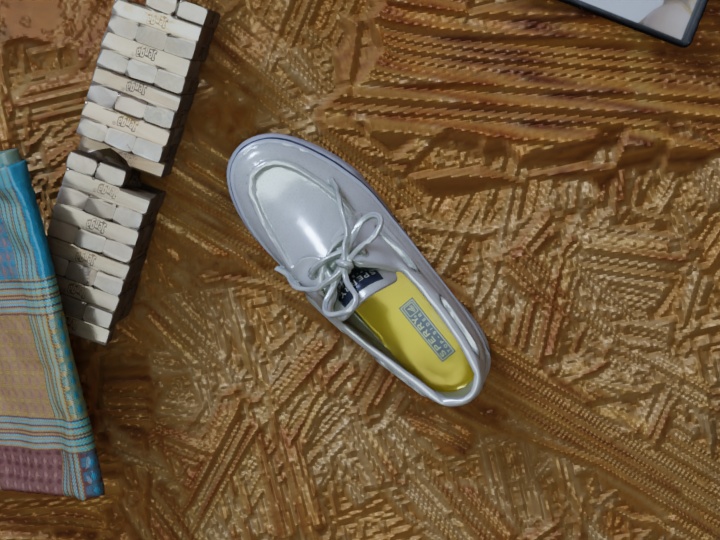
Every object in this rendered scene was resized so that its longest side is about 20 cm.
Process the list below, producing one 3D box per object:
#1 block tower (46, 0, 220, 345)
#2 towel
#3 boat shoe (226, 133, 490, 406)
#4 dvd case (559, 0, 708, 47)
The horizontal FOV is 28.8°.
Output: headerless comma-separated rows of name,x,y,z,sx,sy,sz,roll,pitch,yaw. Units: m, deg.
block tower,-0.139,-0.063,0.820,0.054,0.058,0.201,19,98,0
towel,-0.219,0.034,0.817,0.146,0.022,0.202,-4,101,42
boat shoe,-0.003,0.004,0.805,0.075,0.086,0.202,-40,95,8
dvd case,0.157,-0.245,0.791,0.142,0.018,0.201,21,99,1
